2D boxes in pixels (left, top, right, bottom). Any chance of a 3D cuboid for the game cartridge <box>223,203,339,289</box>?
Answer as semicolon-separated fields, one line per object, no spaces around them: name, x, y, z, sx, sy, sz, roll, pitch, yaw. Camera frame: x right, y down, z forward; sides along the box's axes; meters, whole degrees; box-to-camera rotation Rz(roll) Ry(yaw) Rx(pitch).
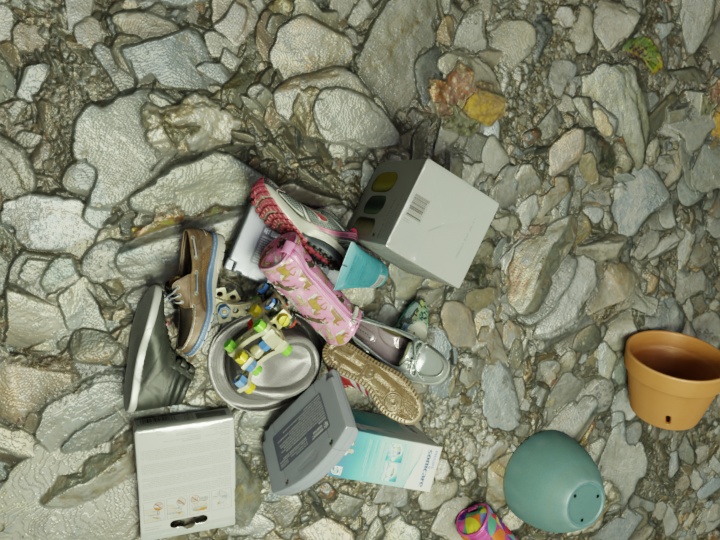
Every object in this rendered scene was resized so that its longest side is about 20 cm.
game cartridge;-0.114;-0.029;1.148;0.199;0.041;0.134;24;91;-22

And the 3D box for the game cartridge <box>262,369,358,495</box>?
game cartridge;-0.084;0.272;1.112;0.041;0.134;0.200;24;122;-35

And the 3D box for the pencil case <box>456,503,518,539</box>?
pencil case;0.274;0.548;1.358;0.088;0.088;0.200;-44;112;-11

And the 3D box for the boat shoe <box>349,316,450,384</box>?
boat shoe;0.058;0.135;1.177;0.201;0.065;0.075;29;85;14

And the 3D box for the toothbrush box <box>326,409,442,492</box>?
toothbrush box;0.019;0.305;1.191;0.199;0.146;0.086;15;91;-23

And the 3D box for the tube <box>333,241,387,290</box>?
tube;0.000;0.000;1.121;0.050;0.200;0.078;16;90;15

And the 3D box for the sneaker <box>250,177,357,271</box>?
sneaker;-0.090;-0.081;1.089;0.200;0.080;0.075;40;67;-28

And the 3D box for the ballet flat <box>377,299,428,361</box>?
ballet flat;0.081;0.150;1.235;0.074;0.074;0.201;31;87;-22

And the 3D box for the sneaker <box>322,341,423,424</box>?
sneaker;0.019;0.193;1.177;0.200;0.113;0.071;38;76;6

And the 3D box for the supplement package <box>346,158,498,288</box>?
supplement package;0.094;-0.082;1.140;0.150;0.200;0.153;28;86;-21

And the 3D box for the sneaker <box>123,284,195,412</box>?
sneaker;-0.311;0.126;1.087;0.099;0.071;0.202;9;90;-33

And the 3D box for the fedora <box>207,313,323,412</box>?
fedora;-0.148;0.158;1.136;0.198;0.090;0.179;-8;100;-20

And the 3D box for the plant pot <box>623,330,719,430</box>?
plant pot;0.638;0.232;1.408;0.198;0.200;0.141;-7;116;-20

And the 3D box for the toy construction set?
toy construction set;-0.171;0.088;1.068;0.131;0.200;0.092;-44;133;2

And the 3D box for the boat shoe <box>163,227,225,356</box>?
boat shoe;-0.269;0.031;1.067;0.072;0.072;0.202;18;69;-36

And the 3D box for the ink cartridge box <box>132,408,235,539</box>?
ink cartridge box;-0.289;0.337;1.137;0.161;0.050;0.202;-4;107;-21

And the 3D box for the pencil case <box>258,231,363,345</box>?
pencil case;-0.078;0.030;1.085;0.086;0.083;0.200;-30;120;18

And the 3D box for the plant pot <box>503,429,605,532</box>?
plant pot;0.407;0.438;1.365;0.198;0.135;0.202;-3;97;-21
